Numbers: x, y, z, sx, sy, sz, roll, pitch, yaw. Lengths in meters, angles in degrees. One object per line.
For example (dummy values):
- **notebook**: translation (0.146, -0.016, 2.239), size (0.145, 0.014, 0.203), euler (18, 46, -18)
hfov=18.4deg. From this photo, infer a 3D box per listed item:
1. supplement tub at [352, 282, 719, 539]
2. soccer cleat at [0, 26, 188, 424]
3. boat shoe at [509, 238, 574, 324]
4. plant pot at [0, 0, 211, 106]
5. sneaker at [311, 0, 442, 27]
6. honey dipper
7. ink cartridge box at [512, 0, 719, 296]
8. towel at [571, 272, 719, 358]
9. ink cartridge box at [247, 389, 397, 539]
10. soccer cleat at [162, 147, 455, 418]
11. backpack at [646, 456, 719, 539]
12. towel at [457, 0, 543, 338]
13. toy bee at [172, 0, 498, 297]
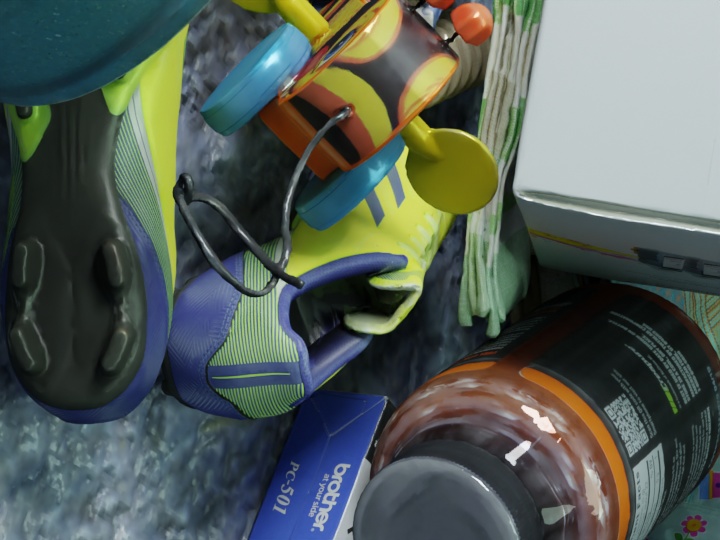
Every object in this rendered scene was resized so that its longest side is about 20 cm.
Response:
- **supplement tub**: translation (0.072, 0.078, 0.899), size (0.200, 0.106, 0.108), euler (-27, 115, -59)
- **soccer cleat**: translation (-0.091, -0.046, 0.775), size (0.084, 0.064, 0.201), euler (76, 18, -81)
- **boat shoe**: translation (0.100, 0.008, 1.055), size (0.063, 0.073, 0.202), euler (-30, 125, -57)
- **plant pot**: translation (-0.131, -0.169, 0.582), size (0.187, 0.199, 0.201), euler (23, 73, -40)
- **sneaker**: translation (0.016, -0.195, 0.907), size (0.115, 0.080, 0.200), euler (-45, 136, -51)
- **honey dipper**: translation (0.071, -0.112, 1.029), size (0.200, 0.038, 0.038), euler (-27, 115, -55)
- **ink cartridge box**: translation (0.144, -0.072, 0.870), size (0.200, 0.144, 0.146), euler (48, 52, -80)
- **towel**: translation (0.168, -0.003, 1.067), size (0.200, 0.022, 0.147), euler (-44, 130, -39)
- **ink cartridge box**: translation (0.023, 0.142, 0.967), size (0.200, 0.044, 0.094), euler (50, 53, -47)
- **soccer cleat**: translation (0.000, 0.001, 0.869), size (0.200, 0.083, 0.065), euler (-39, 125, -49)
- **backpack**: translation (0.193, 0.108, 1.158), size (0.167, 0.126, 0.201), euler (62, 41, -56)
- **towel**: translation (0.072, -0.080, 0.943), size (0.153, 0.023, 0.201), euler (-35, 132, -77)
- **toy bee**: translation (0.005, -0.063, 0.791), size (0.131, 0.109, 0.200), euler (39, 18, -32)
